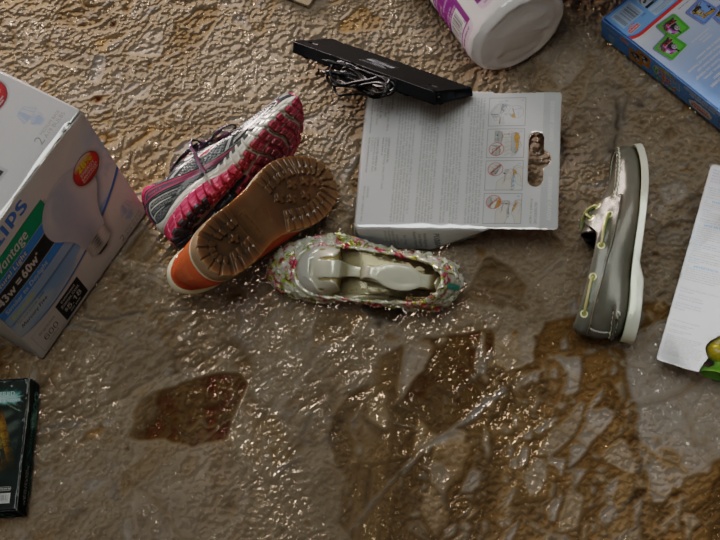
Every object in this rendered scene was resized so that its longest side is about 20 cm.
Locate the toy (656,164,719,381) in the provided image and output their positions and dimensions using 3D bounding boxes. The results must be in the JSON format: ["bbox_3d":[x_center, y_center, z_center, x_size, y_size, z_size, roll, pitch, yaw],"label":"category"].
[{"bbox_3d":[0.356,0.011,1.171,0.115,0.047,0.200,16,73,13],"label":"toy"}]

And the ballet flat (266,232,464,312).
[{"bbox_3d":[0.000,0.000,1.220,0.200,0.064,0.076,3,87,11],"label":"ballet flat"}]

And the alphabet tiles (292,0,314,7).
[{"bbox_3d":[-0.071,-0.388,1.449,0.200,0.006,0.167,25,72,19],"label":"alphabet tiles"}]

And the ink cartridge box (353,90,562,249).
[{"bbox_3d":[0.098,-0.102,1.268,0.200,0.057,0.163,3,65,6],"label":"ink cartridge box"}]

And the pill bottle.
[{"bbox_3d":[0.118,-0.318,1.326,0.112,0.112,0.200,-28,65,-4],"label":"pill bottle"}]

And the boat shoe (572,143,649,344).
[{"bbox_3d":[0.238,-0.031,1.196,0.060,0.072,0.202,5,70,7],"label":"boat shoe"}]

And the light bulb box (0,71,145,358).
[{"bbox_3d":[-0.338,-0.054,1.231,0.125,0.200,0.198,26,72,20],"label":"light bulb box"}]

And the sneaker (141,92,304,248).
[{"bbox_3d":[-0.139,-0.116,1.294,0.200,0.081,0.075,-42,64,-10],"label":"sneaker"}]

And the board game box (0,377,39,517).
[{"bbox_3d":[-0.418,0.177,1.233,0.200,0.028,0.135,-4,65,8],"label":"board game box"}]

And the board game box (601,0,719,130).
[{"bbox_3d":[0.371,-0.236,1.287,0.151,0.037,0.200,-39,64,-10],"label":"board game box"}]

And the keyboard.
[{"bbox_3d":[0.009,-0.195,1.295,0.200,0.104,0.040,25,114,35],"label":"keyboard"}]

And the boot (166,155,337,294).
[{"bbox_3d":[-0.110,-0.045,1.259,0.200,0.107,0.075,-37,92,-37],"label":"boot"}]
